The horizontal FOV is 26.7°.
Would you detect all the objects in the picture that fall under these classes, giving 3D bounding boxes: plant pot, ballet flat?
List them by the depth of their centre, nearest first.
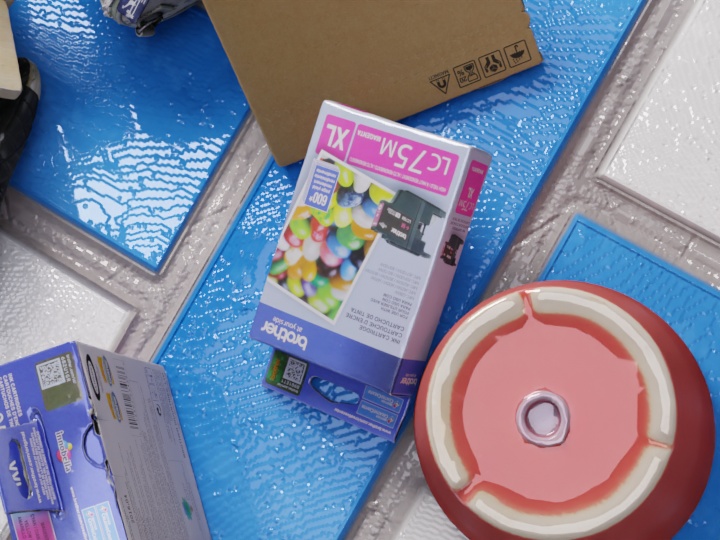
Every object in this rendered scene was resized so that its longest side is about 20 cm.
[{"bbox_3d":[0.119,0.092,0.924,0.199,0.177,0.202,-1,82,10],"label":"plant pot"},{"bbox_3d":[-0.274,-0.058,1.089,0.066,0.057,0.201,10,77,39],"label":"ballet flat"}]

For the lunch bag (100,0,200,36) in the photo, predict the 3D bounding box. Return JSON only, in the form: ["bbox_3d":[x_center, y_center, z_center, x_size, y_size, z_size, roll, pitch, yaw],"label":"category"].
[{"bbox_3d":[-0.144,-0.286,1.054,0.167,0.139,0.201,-36,75,21],"label":"lunch bag"}]

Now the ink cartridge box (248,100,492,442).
[{"bbox_3d":[0.000,0.000,1.000,0.119,0.042,0.201,20,97,29],"label":"ink cartridge box"}]

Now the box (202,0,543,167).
[{"bbox_3d":[0.005,-0.175,1.014,0.199,0.021,0.164,-21,118,6],"label":"box"}]

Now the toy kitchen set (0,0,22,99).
[{"bbox_3d":[-0.310,-0.217,0.998,0.163,0.180,0.201,-39,56,40],"label":"toy kitchen set"}]

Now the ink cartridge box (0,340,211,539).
[{"bbox_3d":[-0.170,0.123,0.957,0.076,0.200,0.137,-19,78,6],"label":"ink cartridge box"}]
